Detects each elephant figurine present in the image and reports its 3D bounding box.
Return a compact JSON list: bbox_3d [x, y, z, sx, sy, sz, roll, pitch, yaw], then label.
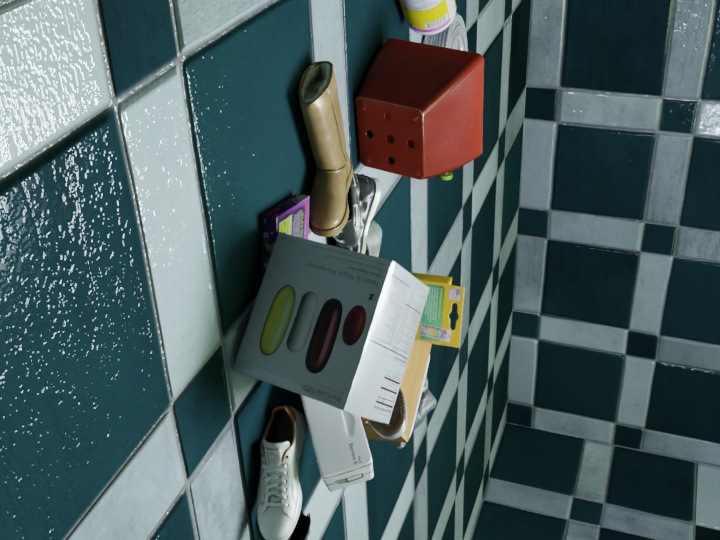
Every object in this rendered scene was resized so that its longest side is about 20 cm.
[{"bbox_3d":[0.068,0.287,1.823,0.154,0.143,0.200,-29,170,-27],"label":"elephant figurine"}]

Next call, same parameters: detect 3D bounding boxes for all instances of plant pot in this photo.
[{"bbox_3d":[0.094,-0.274,1.568,0.176,0.197,0.203,-46,142,-43],"label":"plant pot"}]

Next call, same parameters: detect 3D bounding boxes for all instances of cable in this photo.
[{"bbox_3d":[0.186,-0.466,1.939,0.200,0.068,0.203,-50,144,-57],"label":"cable"}]

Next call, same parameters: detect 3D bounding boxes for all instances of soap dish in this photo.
[{"bbox_3d":[0.040,0.220,1.676,0.081,0.155,0.203,44,54,-45],"label":"soap dish"}]

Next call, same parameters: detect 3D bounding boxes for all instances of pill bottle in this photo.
[{"bbox_3d":[0.114,-0.534,1.622,0.200,0.102,0.106,56,46,-65],"label":"pill bottle"}]

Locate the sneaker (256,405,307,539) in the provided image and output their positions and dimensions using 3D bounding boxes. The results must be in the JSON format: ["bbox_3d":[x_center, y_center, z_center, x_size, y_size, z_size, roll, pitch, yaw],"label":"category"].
[{"bbox_3d":[-0.129,0.302,1.319,0.085,0.071,0.203,54,36,-62],"label":"sneaker"}]

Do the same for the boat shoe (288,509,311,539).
[{"bbox_3d":[-0.112,0.427,1.434,0.201,0.061,0.075,77,26,-52],"label":"boat shoe"}]

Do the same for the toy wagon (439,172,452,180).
[{"bbox_3d":[0.222,-0.325,2.162,0.201,0.039,0.157,-59,152,-52],"label":"toy wagon"}]

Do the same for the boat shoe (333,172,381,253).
[{"bbox_3d":[-0.025,-0.067,1.500,0.067,0.071,0.204,13,93,-36],"label":"boat shoe"}]

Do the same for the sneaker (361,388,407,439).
[{"bbox_3d":[0.034,0.220,1.402,0.201,0.070,0.114,-121,-171,-53],"label":"sneaker"}]

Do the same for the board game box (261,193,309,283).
[{"bbox_3d":[-0.110,0.000,1.296,0.120,0.032,0.204,-37,133,-60],"label":"board game box"}]

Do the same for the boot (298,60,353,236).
[{"bbox_3d":[-0.060,-0.179,1.319,0.202,0.065,0.177,79,13,-48],"label":"boot"}]

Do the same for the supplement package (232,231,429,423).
[{"bbox_3d":[-0.038,0.080,1.213,0.147,0.189,0.203,32,74,-60],"label":"supplement package"}]

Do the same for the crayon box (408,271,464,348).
[{"bbox_3d":[0.105,0.071,1.713,0.052,0.196,0.128,-46,141,-68],"label":"crayon box"}]

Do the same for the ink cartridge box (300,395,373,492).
[{"bbox_3d":[-0.036,0.262,1.402,0.200,0.083,0.148,86,-12,-71],"label":"ink cartridge box"}]

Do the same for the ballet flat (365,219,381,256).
[{"bbox_3d":[0.000,0.000,1.602,0.063,0.067,0.203,-25,133,-34],"label":"ballet flat"}]
